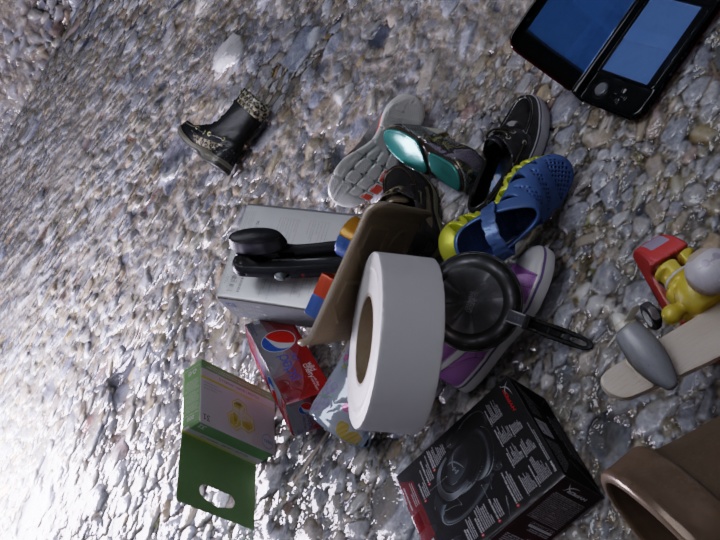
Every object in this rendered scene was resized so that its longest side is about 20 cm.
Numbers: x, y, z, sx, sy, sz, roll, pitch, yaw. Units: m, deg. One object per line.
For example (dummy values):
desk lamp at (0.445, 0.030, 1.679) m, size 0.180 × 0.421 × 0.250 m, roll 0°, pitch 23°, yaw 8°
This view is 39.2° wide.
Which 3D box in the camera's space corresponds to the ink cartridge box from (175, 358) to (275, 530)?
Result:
ink cartridge box at (-0.183, 0.239, 1.395) m, size 0.048 × 0.145 × 0.200 m, roll -33°, pitch 43°, yaw 28°

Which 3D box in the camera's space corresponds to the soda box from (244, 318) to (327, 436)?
soda box at (-0.099, 0.141, 1.417) m, size 0.070 × 0.064 × 0.200 m, roll -18°, pitch 36°, yaw -14°

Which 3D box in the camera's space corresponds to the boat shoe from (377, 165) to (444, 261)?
boat shoe at (0.066, -0.089, 1.404) m, size 0.074 × 0.073 × 0.200 m, roll -44°, pitch 39°, yaw 19°

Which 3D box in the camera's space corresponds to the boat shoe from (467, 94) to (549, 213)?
boat shoe at (0.186, -0.151, 1.315) m, size 0.070 × 0.066 × 0.200 m, roll 7°, pitch 70°, yaw 51°

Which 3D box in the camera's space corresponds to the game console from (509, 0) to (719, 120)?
game console at (0.316, -0.311, 1.238) m, size 0.200 × 0.119 × 0.172 m, roll -56°, pitch 36°, yaw 4°

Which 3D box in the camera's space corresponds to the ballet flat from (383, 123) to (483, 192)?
ballet flat at (0.111, -0.165, 1.422) m, size 0.072 × 0.072 × 0.200 m, roll -56°, pitch 40°, yaw 3°

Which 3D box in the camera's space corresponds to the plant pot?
plant pot at (0.329, 0.189, 0.831) m, size 0.175 × 0.200 × 0.200 m, roll -40°, pitch 36°, yaw -7°

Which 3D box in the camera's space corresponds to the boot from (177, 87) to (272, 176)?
boot at (-0.257, -0.278, 1.919) m, size 0.154 × 0.073 × 0.204 m, roll -52°, pitch 41°, yaw 3°

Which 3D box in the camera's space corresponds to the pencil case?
pencil case at (0.017, 0.124, 1.273) m, size 0.091 × 0.083 × 0.200 m, roll 28°, pitch 87°, yaw 45°

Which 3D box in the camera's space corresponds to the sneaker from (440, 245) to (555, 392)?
sneaker at (0.137, 0.037, 1.187) m, size 0.201 × 0.114 × 0.073 m, roll -55°, pitch 15°, yaw 2°

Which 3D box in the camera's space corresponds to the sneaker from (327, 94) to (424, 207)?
sneaker at (0.027, -0.181, 1.538) m, size 0.200 × 0.077 × 0.082 m, roll -49°, pitch 11°, yaw 10°

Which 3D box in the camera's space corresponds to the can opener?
can opener at (-0.080, -0.015, 1.372) m, size 0.200 × 0.079 × 0.064 m, roll 5°, pitch 73°, yaw 6°

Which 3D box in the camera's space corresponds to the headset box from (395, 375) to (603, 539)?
headset box at (0.136, 0.238, 1.085) m, size 0.200 × 0.077 × 0.149 m, roll -47°, pitch 37°, yaw 17°

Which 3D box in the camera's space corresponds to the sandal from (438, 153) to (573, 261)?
sandal at (0.189, -0.068, 1.201) m, size 0.200 × 0.080 × 0.087 m, roll -43°, pitch 18°, yaw -19°

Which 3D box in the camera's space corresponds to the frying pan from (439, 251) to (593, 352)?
frying pan at (0.152, 0.060, 1.135) m, size 0.190 × 0.031 × 0.115 m, roll 44°, pitch 96°, yaw 15°

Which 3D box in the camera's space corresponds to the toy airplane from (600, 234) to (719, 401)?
toy airplane at (0.335, 0.041, 0.939) m, size 0.199 × 0.141 × 0.200 m, roll 5°, pitch 51°, yaw 29°

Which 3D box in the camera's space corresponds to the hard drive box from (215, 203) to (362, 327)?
hard drive box at (-0.084, -0.004, 1.445) m, size 0.200 × 0.077 × 0.156 m, roll 8°, pitch 67°, yaw 22°

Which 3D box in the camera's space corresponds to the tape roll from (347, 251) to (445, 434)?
tape roll at (0.036, 0.081, 1.132) m, size 0.202 × 0.071 × 0.203 m, roll -174°, pitch 90°, yaw -81°

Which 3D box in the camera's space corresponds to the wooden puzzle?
wooden puzzle at (0.000, 0.000, 1.251) m, size 0.046 × 0.185 × 0.200 m, roll 33°, pitch 101°, yaw 20°
